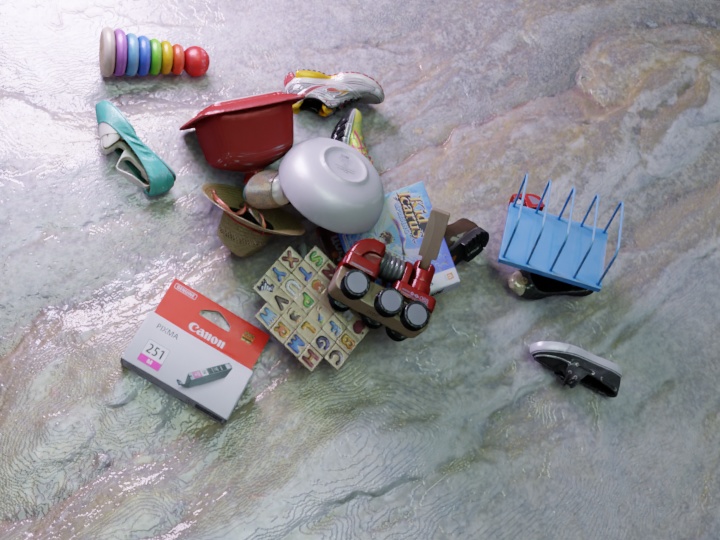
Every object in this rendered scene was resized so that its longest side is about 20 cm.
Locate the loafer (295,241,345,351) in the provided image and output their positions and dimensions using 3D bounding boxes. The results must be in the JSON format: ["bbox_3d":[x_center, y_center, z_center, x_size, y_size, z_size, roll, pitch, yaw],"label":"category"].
[{"bbox_3d":[-0.068,0.047,1.491,0.068,0.075,0.204,-12,83,-27],"label":"loafer"}]

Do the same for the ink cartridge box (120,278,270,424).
[{"bbox_3d":[-0.264,0.125,1.402,0.198,0.044,0.176,31,63,-6],"label":"ink cartridge box"}]

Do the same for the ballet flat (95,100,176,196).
[{"bbox_3d":[-0.404,-0.208,1.469,0.200,0.067,0.070,47,54,1],"label":"ballet flat"}]

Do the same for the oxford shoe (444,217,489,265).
[{"bbox_3d":[0.142,-0.034,1.607,0.198,0.073,0.084,-30,53,-22],"label":"oxford shoe"}]

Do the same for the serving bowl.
[{"bbox_3d":[-0.039,-0.160,1.464,0.197,0.066,0.202,20,42,-18],"label":"serving bowl"}]

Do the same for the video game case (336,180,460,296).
[{"bbox_3d":[0.062,-0.037,1.529,0.178,0.046,0.203,-19,75,-5],"label":"video game case"}]

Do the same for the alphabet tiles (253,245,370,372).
[{"bbox_3d":[-0.079,0.063,1.439,0.200,0.006,0.167,44,66,-8],"label":"alphabet tiles"}]

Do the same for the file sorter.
[{"bbox_3d":[0.372,-0.076,1.575,0.196,0.124,0.141,16,55,4],"label":"file sorter"}]

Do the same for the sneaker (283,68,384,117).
[{"bbox_3d":[-0.050,-0.332,1.651,0.195,0.078,0.084,-1,73,-10],"label":"sneaker"}]

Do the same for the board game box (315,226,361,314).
[{"bbox_3d":[0.000,0.000,1.560,0.101,0.019,0.203,-18,76,-24],"label":"board game box"}]

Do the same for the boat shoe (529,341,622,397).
[{"bbox_3d":[0.405,0.191,1.605,0.197,0.070,0.067,21,61,-19],"label":"boat shoe"}]

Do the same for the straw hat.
[{"bbox_3d":[-0.200,-0.072,1.475,0.198,0.201,0.086,24,105,-9],"label":"straw hat"}]

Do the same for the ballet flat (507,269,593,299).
[{"bbox_3d":[0.377,0.018,1.666,0.196,0.057,0.068,-1,68,-20],"label":"ballet flat"}]

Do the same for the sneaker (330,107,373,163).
[{"bbox_3d":[-0.012,-0.209,1.616,0.089,0.078,0.204,14,70,-22],"label":"sneaker"}]

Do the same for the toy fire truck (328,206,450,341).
[{"bbox_3d":[0.061,-0.011,1.437,0.174,0.129,0.203,27,65,-8],"label":"toy fire truck"}]

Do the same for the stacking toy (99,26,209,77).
[{"bbox_3d":[-0.370,-0.389,1.553,0.196,0.085,0.087,-1,69,-24],"label":"stacking toy"}]

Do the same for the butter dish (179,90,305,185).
[{"bbox_3d":[-0.199,-0.224,1.507,0.196,0.199,0.151,-16,97,-24],"label":"butter dish"}]

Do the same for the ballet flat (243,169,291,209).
[{"bbox_3d":[-0.120,-0.146,1.500,0.199,0.066,0.070,-17,105,-53],"label":"ballet flat"}]

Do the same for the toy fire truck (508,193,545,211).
[{"bbox_3d":[0.375,-0.064,1.671,0.138,0.049,0.203,-2,57,-10],"label":"toy fire truck"}]
